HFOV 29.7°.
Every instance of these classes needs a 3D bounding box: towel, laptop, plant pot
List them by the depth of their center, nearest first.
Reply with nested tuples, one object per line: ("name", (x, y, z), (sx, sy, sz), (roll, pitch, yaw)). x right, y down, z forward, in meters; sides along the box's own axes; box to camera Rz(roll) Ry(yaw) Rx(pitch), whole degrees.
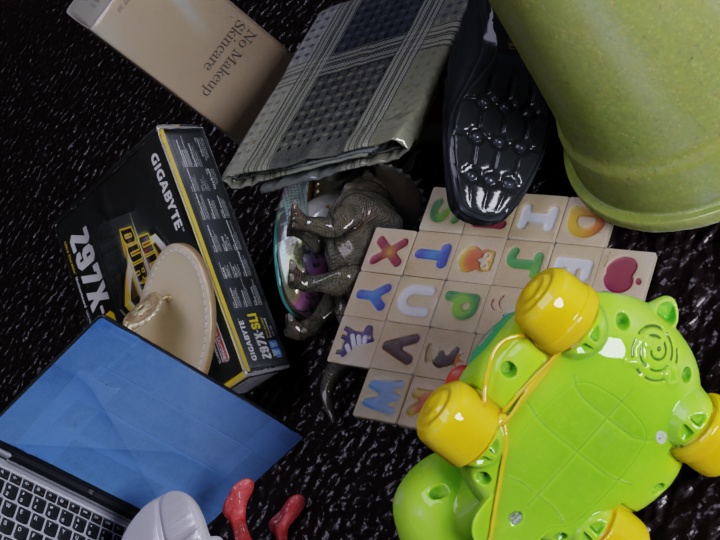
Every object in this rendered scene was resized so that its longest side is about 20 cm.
("plant pot", (0.159, -0.156, 0.766), (0.200, 0.184, 0.201), (-27, 40, 25))
("laptop", (-0.160, 0.167, 0.888), (0.116, 0.187, 0.201), (-16, 49, 43))
("towel", (0.002, -0.139, 1.003), (0.192, 0.035, 0.200), (-7, 45, 44))

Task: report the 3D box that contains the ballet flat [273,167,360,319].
("ballet flat", (-0.024, -0.054, 1.024), (0.071, 0.069, 0.201), (-25, 41, 26))

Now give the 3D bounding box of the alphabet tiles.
("alphabet tiles", (0.077, 0.025, 0.837), (0.199, 0.006, 0.167), (7, 65, 34))

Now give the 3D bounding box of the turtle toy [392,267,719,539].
("turtle toy", (0.095, 0.087, 0.715), (0.200, 0.146, 0.101), (-49, 15, 10))

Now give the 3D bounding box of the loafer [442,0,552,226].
("loafer", (0.089, -0.116, 0.889), (0.070, 0.068, 0.201), (118, 163, -65))

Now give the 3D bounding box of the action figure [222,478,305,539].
("action figure", (-0.027, 0.191, 0.814), (0.099, 0.065, 0.200), (-55, 32, 25))

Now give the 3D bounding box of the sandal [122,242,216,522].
("sandal", (-0.161, 0.085, 0.952), (0.077, 0.069, 0.213), (21, 102, 36))

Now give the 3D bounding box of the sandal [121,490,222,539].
("sandal", (-0.097, 0.244, 0.861), (0.079, 0.059, 0.207), (-29, 66, 23))

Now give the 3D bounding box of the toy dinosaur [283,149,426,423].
("toy dinosaur", (0.000, 0.000, 0.928), (0.077, 0.102, 0.201), (110, 160, -70))

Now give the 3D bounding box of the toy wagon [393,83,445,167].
("toy wagon", (0.078, -0.149, 1.000), (0.200, 0.040, 0.156), (-38, 38, 22))

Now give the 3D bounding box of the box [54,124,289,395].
("box", (-0.148, 0.015, 1.027), (0.160, 0.049, 0.201), (-34, 71, 42))

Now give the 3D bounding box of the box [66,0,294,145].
("box", (-0.136, -0.188, 1.144), (0.095, 0.200, 0.078), (-54, 35, 2))
